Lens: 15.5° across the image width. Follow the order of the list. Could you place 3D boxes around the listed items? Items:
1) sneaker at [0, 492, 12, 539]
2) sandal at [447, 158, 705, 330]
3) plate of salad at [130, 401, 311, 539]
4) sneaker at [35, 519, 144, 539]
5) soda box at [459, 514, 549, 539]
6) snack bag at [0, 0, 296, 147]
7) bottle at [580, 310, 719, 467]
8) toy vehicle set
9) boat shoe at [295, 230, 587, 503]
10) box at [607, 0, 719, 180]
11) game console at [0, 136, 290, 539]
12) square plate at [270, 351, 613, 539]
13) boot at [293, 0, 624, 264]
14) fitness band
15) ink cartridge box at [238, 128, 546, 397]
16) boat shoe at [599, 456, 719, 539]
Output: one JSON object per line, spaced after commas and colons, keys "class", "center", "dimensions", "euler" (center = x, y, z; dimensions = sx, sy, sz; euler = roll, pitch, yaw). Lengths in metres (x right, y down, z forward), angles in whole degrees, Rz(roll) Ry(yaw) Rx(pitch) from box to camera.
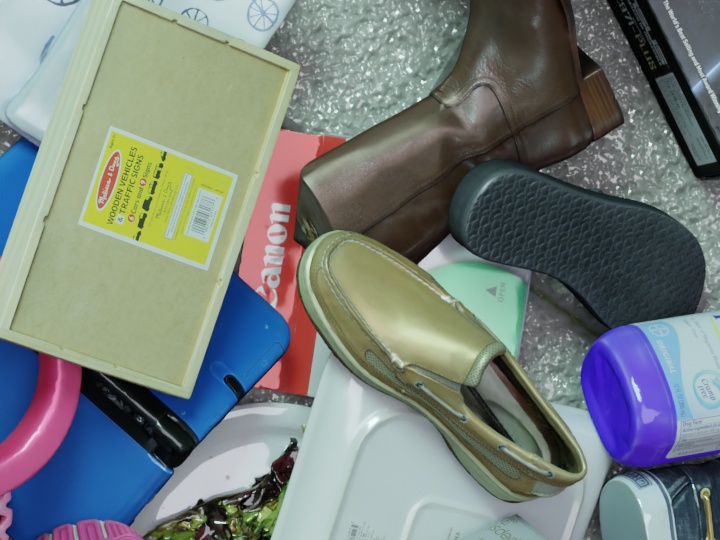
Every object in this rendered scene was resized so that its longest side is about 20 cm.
{"class": "sneaker", "center": [-0.258, 0.093, 1.473], "dimensions": [0.079, 0.095, 0.200], "euler": [-4, 106, 33]}
{"class": "sandal", "center": [0.129, -0.019, 1.547], "dimensions": [0.200, 0.043, 0.076], "euler": [28, 97, -37]}
{"class": "plate of salad", "center": [-0.053, 0.178, 1.553], "dimensions": [0.200, 0.048, 0.200], "euler": [0, 89, -7]}
{"class": "sneaker", "center": [-0.177, 0.222, 1.509], "dimensions": [0.088, 0.081, 0.200], "euler": [36, 115, -19]}
{"class": "soda box", "center": [0.098, 0.247, 1.527], "dimensions": [0.068, 0.064, 0.200], "euler": [-22, 113, -17]}
{"class": "snack bag", "center": [-0.152, -0.157, 1.497], "dimensions": [0.200, 0.021, 0.189], "euler": [34, 104, -6]}
{"class": "bottle", "center": [0.233, 0.063, 1.566], "dimensions": [0.200, 0.065, 0.084], "euler": [-7, 59, -22]}
{"class": "toy vehicle set", "center": [-0.119, -0.041, 1.451], "dimensions": [0.124, 0.027, 0.200], "euler": [22, 84, -31]}
{"class": "boat shoe", "center": [0.053, 0.048, 1.469], "dimensions": [0.200, 0.076, 0.072], "euler": [41, 67, -15]}
{"class": "box", "center": [0.236, -0.178, 1.575], "dimensions": [0.164, 0.086, 0.200], "euler": [-27, 93, -7]}
{"class": "game console", "center": [-0.174, 0.046, 1.543], "dimensions": [0.200, 0.118, 0.171], "euler": [42, 53, 3]}
{"class": "square plate", "center": [0.044, 0.162, 1.536], "dimensions": [0.198, 0.028, 0.200], "euler": [15, 96, -25]}
{"class": "boot", "center": [0.031, -0.098, 1.498], "dimensions": [0.200, 0.064, 0.186], "euler": [-32, 114, -3]}
{"class": "fitness band", "center": [-0.244, 0.064, 1.420], "dimensions": [0.200, 0.037, 0.144], "euler": [-15, 101, -30]}
{"class": "ink cartridge box", "center": [0.000, 0.000, 1.563], "dimensions": [0.200, 0.050, 0.161], "euler": [9, 88, -9]}
{"class": "boat shoe", "center": [0.201, 0.211, 1.574], "dimensions": [0.091, 0.071, 0.200], "euler": [-10, 102, -26]}
